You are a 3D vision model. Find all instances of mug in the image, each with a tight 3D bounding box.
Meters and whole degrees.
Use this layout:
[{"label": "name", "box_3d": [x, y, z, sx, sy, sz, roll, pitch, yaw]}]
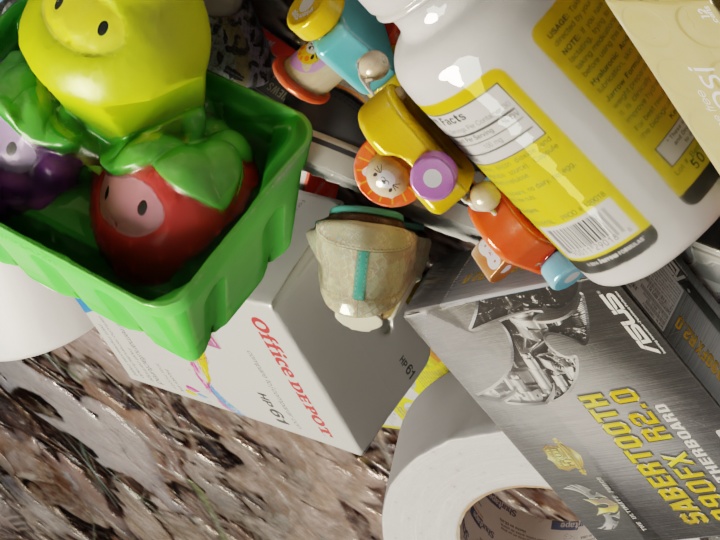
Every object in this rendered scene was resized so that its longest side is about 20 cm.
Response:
[{"label": "mug", "box_3d": [-0.260, -0.046, 1.811, 0.186, 0.150, 0.154, 10, 138, 35]}]

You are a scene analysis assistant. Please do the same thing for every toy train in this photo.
[{"label": "toy train", "box_3d": [0.026, -0.067, 1.334, 0.200, 0.056, 0.150, 56, -162, 18]}]

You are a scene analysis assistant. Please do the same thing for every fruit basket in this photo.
[{"label": "fruit basket", "box_3d": [-0.131, -0.079, 1.346, 0.215, 0.156, 0.216, 31, 154, 17]}]

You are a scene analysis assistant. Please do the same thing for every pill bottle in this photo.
[{"label": "pill bottle", "box_3d": [0.086, -0.097, 1.264, 0.200, 0.112, 0.111, 45, 155, -18]}]

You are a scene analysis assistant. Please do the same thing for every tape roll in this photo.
[{"label": "tape roll", "box_3d": [0.115, 0.143, 1.623, 0.199, 0.066, 0.201, 8, 136, 7]}]

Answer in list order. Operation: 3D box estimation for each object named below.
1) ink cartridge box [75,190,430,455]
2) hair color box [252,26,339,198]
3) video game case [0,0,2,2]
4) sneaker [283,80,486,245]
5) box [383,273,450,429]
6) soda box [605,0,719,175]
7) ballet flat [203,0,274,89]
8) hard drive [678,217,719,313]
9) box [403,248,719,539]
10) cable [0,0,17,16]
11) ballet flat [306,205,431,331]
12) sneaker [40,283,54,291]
[{"label": "ink cartridge box", "box_3d": [-0.075, 0.014, 1.576, 0.199, 0.085, 0.145, 14, 148, 38]}, {"label": "hair color box", "box_3d": [-0.065, -0.066, 1.594, 0.101, 0.061, 0.200, 34, 157, 7]}, {"label": "video game case", "box_3d": [-0.191, -0.250, 1.352, 0.182, 0.045, 0.200, 50, 136, -9]}, {"label": "sneaker", "box_3d": [0.039, -0.066, 1.445, 0.078, 0.080, 0.200, 14, 173, 44]}, {"label": "box", "box_3d": [0.045, 0.053, 1.682, 0.199, 0.048, 0.117, 7, 143, 52]}, {"label": "soda box", "box_3d": [0.196, -0.074, 1.214, 0.068, 0.064, 0.200, 7, 143, 49]}, {"label": "ballet flat", "box_3d": [-0.118, -0.179, 1.461, 0.200, 0.072, 0.072, 39, 157, -6]}, {"label": "hard drive", "box_3d": [0.204, 0.019, 1.408, 0.199, 0.038, 0.140, 24, 153, 30]}, {"label": "box", "box_3d": [0.142, 0.064, 1.436, 0.158, 0.048, 0.200, -12, 127, 46]}, {"label": "cable", "box_3d": [-0.212, -0.119, 1.522, 0.069, 0.200, 0.201, 3, 123, 19]}, {"label": "ballet flat", "box_3d": [0.000, 0.000, 1.398, 0.067, 0.063, 0.200, 5, 180, 6]}, {"label": "sneaker", "box_3d": [-0.124, -0.084, 1.493, 0.111, 0.201, 0.073, 6, -174, 34]}]
